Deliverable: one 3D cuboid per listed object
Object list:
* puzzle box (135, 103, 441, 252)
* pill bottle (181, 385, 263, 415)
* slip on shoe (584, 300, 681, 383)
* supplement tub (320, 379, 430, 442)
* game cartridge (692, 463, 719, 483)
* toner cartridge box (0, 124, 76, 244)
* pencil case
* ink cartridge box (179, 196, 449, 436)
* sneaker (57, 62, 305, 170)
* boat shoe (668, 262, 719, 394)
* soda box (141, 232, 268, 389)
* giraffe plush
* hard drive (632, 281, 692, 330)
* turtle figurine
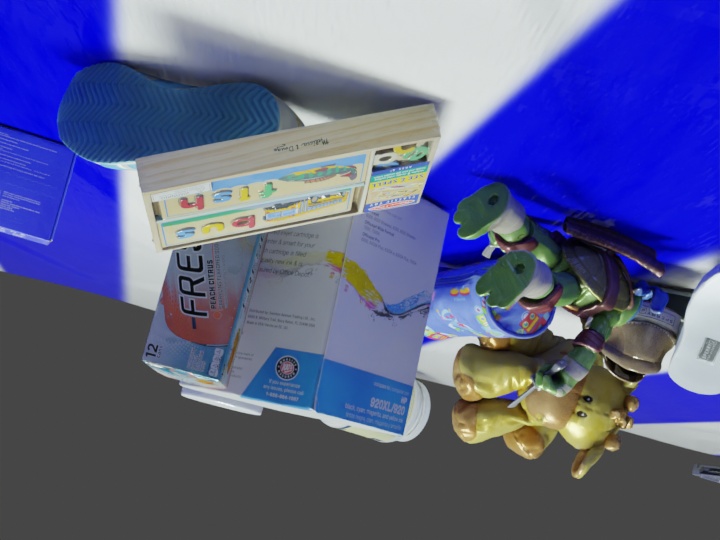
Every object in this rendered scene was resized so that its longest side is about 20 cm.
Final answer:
[{"bbox_3d":[-0.050,-0.060,0.903,0.198,0.026,0.133,-12,165,-7],"label":"puzzle box"},{"bbox_3d":[-0.116,0.039,1.344,0.111,0.202,0.112,14,171,2],"label":"pill bottle"},{"bbox_3d":[0.246,0.072,1.222,0.075,0.061,0.200,18,172,0],"label":"slip on shoe"},{"bbox_3d":[0.023,0.242,2.503,0.199,0.146,0.144,23,167,-41],"label":"supplement tub"},{"bbox_3d":[0.837,0.459,2.911,0.129,0.039,0.200,22,169,-16],"label":"game cartridge"},{"bbox_3d":[-0.380,-0.098,1.266,0.198,0.096,0.043,18,170,-16],"label":"toner cartridge box"},{"bbox_3d":[0.114,0.028,1.321,0.086,0.079,0.200,25,168,-20],"label":"pencil case"},{"bbox_3d":[-0.035,0.021,1.120,0.146,0.202,0.144,7,171,36],"label":"ink cartridge box"},{"bbox_3d":[-0.131,-0.099,0.954,0.198,0.077,0.081,12,173,26],"label":"sneaker"},{"bbox_3d":[0.300,0.029,1.083,0.073,0.066,0.201,24,150,5],"label":"boat shoe"},{"bbox_3d":[-0.110,-0.013,1.031,0.063,0.202,0.068,13,169,2],"label":"soda box"},{"bbox_3d":[0.208,0.131,1.369,0.198,0.175,0.162,-1,-166,-16],"label":"giraffe plush"},{"bbox_3d":[0.349,0.056,1.265,0.198,0.033,0.140,11,170,18],"label":"hard drive"},{"bbox_3d":[0.130,0.023,1.067,0.198,0.145,0.193,2,162,37],"label":"turtle figurine"}]
